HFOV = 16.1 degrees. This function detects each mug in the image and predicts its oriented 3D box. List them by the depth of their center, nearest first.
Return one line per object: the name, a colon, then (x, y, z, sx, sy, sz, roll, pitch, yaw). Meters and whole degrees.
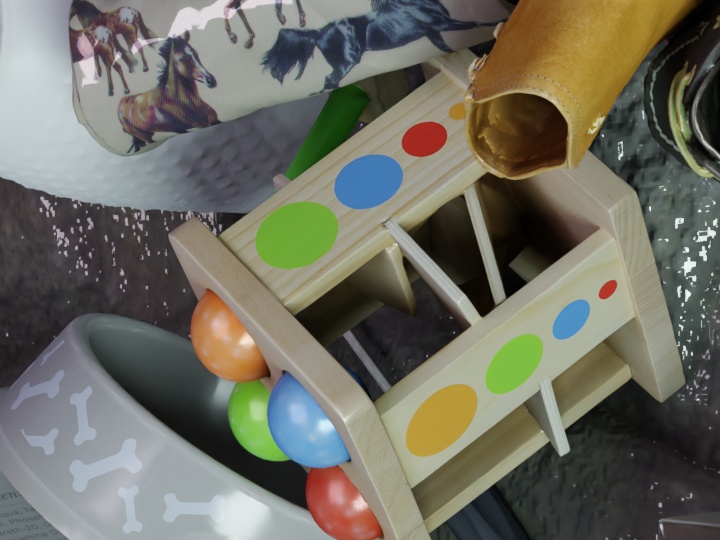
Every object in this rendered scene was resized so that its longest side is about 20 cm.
mug: (-0.131, -0.103, 1.172, 0.199, 0.175, 0.149, 3, 92, 47)

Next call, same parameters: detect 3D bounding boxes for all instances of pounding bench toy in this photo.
pounding bench toy: (0.000, 0.000, 1.013, 0.200, 0.156, 0.125, 44, 165, 38)

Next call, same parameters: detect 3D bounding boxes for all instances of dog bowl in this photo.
dog bowl: (-0.062, 0.089, 1.089, 0.200, 0.200, 0.059, 41, 104, 39)

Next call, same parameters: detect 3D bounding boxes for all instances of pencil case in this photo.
pencil case: (-0.019, -0.109, 0.985, 0.199, 0.078, 0.090, -17, 32, 28)

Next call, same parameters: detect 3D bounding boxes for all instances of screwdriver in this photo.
screwdriver: (0.015, 0.061, 1.114, 0.200, 0.029, 0.028, 51, 124, 29)

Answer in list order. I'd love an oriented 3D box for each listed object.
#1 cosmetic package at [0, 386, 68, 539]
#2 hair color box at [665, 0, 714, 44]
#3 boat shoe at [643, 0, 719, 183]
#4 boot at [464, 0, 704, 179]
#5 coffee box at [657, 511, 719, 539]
cosmetic package: (-0.148, 0.174, 1.184, 0.200, 0.166, 0.168, 40, 124, 40)
hair color box: (0.191, -0.063, 0.906, 0.102, 0.061, 0.201, -52, 54, 33)
boat shoe: (0.136, -0.058, 0.835, 0.201, 0.060, 0.072, -176, 70, -70)
boot: (0.099, -0.110, 0.829, 0.071, 0.144, 0.201, 32, 156, 2)
coffee box: (0.201, 0.145, 0.878, 0.199, 0.080, 0.114, 1, 91, 46)
